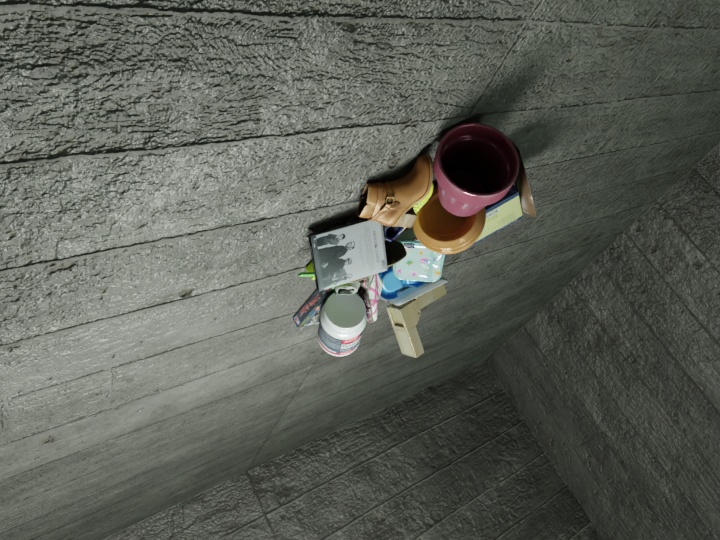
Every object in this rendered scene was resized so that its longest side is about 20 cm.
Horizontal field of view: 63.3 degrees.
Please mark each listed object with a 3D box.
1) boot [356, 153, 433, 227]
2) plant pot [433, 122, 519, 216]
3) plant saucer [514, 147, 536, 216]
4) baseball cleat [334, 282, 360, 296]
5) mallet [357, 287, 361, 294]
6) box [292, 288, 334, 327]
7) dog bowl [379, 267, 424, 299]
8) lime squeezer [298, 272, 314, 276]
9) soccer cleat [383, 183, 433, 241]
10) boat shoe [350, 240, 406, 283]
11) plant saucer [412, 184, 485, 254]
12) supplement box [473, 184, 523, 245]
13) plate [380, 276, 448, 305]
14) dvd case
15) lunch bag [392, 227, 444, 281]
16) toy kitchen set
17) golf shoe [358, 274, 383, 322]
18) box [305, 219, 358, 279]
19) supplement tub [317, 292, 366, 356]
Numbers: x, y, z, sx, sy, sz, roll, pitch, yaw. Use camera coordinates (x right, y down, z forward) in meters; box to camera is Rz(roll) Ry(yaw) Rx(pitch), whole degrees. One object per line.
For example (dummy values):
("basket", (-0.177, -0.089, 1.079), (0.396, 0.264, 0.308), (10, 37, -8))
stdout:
("boot", (0.085, -0.200, 1.424), (0.153, 0.074, 0.203), (9, 113, -23))
("plant pot", (0.269, -0.230, 1.443), (0.198, 0.202, 0.179), (-26, 163, -13))
("plant saucer", (0.459, -0.247, 1.669), (0.036, 0.203, 0.200), (-15, 161, 14))
("baseball cleat", (0.000, 0.000, 1.661), (0.069, 0.107, 0.200), (29, 119, -33))
("mallet", (-0.034, 0.104, 1.925), (0.065, 0.041, 0.201), (-21, 158, -29))
("box", (-0.105, 0.097, 1.810), (0.136, 0.038, 0.200), (-5, 145, -48))
("dog bowl", (0.126, 0.014, 1.866), (0.198, 0.049, 0.113), (-24, 112, -18))
("lime squeezer", (-0.087, 0.022, 1.567), (0.070, 0.038, 0.200), (-36, 158, 13))
("soccer cleat", (0.127, -0.154, 1.534), (0.064, 0.084, 0.200), (26, 126, -25))
("boat shoe", (0.029, -0.022, 1.595), (0.197, 0.077, 0.074), (-20, 164, -14))
("plant saucer", (0.232, -0.144, 1.550), (0.199, 0.202, 0.037), (-34, 156, 5))
("supplement box", (0.339, -0.189, 1.660), (0.198, 0.136, 0.200), (-29, 158, 10))
("plate", (0.166, 0.050, 1.968), (0.198, 0.033, 0.200), (-25, -166, -17))
("dvd case", (-0.028, -0.045, 1.486), (0.197, 0.025, 0.153), (-17, 115, -21))
("lunch bag", (0.176, -0.048, 1.727), (0.158, 0.078, 0.201), (6, 145, 5))
("toy kitchen set", (0.184, 0.155, 1.985), (0.198, 0.183, 0.162), (-28, -163, -28))
("golf shoe", (0.038, 0.064, 1.776), (0.091, 0.072, 0.203), (-18, 117, -25))
("box", (-0.045, -0.053, 1.579), (0.200, 0.048, 0.121), (-45, 155, 28))
("supplement tub", (-0.057, 0.162, 1.771), (0.139, 0.141, 0.201), (-23, 156, -20))
